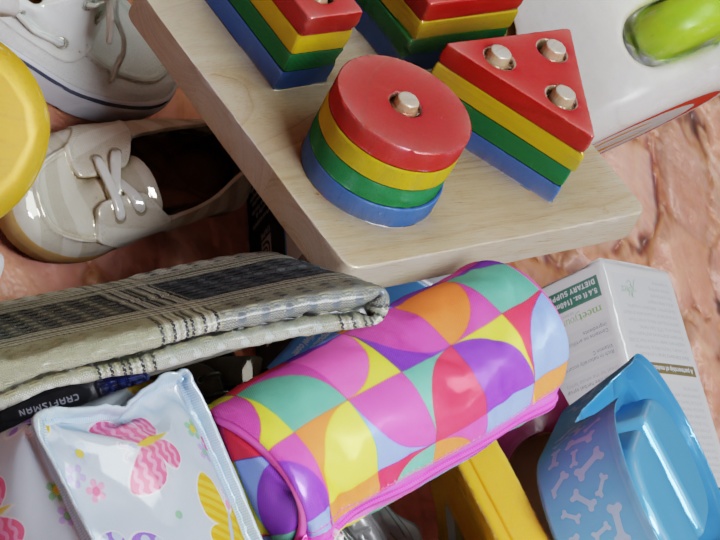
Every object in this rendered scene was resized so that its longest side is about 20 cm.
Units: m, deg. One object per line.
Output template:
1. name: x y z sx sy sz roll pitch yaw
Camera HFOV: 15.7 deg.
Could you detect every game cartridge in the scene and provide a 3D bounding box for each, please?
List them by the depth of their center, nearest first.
1. game cartridge: 0.079 0.181 1.283 0.200 0.032 0.177 79 -13 -50

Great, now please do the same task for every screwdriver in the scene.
1. screwdriver: -0.083 0.046 1.207 0.028 0.199 0.029 42 39 -66

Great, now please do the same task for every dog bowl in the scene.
1. dog bowl: 0.133 0.111 1.272 0.112 0.049 0.200 63 15 -5

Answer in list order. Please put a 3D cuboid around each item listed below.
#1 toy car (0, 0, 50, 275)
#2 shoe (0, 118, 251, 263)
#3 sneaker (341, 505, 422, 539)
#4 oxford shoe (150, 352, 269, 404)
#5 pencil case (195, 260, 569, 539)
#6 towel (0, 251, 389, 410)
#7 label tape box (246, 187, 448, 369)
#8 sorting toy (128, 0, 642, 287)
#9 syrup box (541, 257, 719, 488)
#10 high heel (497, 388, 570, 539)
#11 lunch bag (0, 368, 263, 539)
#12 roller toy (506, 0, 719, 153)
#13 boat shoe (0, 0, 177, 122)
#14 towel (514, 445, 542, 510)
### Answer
1. toy car: -0.240 -0.065 1.114 0.199 0.150 0.176 4 93 -21
2. shoe: -0.113 -0.051 1.351 0.200 0.053 0.070 -18 82 -55
3. sneaker: 0.022 0.181 1.356 0.200 0.078 0.099 64 18 -11
4. oxford shoe: -0.070 0.084 1.221 0.073 0.085 0.200 10 31 -35
5. pencil case: 0.009 0.067 1.170 0.200 0.088 0.089 -31 93 -40
6. towel: -0.104 0.029 1.146 0.199 0.193 0.035 -11 98 -16
7. label tape box: 0.000 0.000 1.375 0.063 0.144 0.201 10 57 -25
8. sorting toy: 0.024 -0.096 1.287 0.200 0.070 0.199 -11 53 -40
9. syrup box: 0.162 0.102 1.585 0.081 0.079 0.201 10 60 -50
10. high heel: 0.111 0.129 1.319 0.067 0.096 0.201 -16 86 -21
11. lunch bag: -0.119 0.167 1.093 0.127 0.169 0.200 -18 83 -53
12. roller toy: 0.126 -0.142 1.615 0.182 0.200 0.140 10 55 -84
13. boat shoe: -0.153 -0.145 1.333 0.202 0.086 0.075 31 45 -37
14. towel: 0.080 0.067 1.469 0.191 0.032 0.201 32 39 -80
